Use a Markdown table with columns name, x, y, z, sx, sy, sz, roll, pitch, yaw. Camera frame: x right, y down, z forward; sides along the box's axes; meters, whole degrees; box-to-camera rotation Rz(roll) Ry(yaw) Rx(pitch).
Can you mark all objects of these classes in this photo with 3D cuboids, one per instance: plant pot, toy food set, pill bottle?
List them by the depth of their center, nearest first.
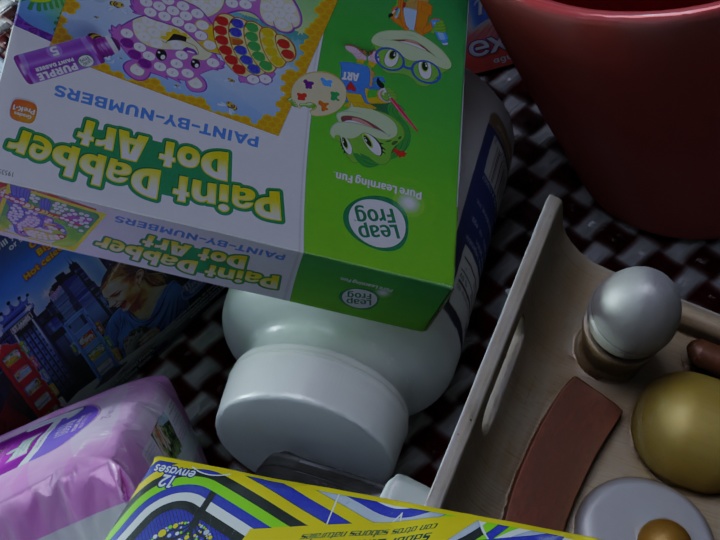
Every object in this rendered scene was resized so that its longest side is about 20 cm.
| name | x | y | z | sx | sy | sz | roll | pitch | yaw |
| --- | --- | --- | --- | --- | --- | --- | --- | --- | --- |
| toy food set | 0.135 | 0.068 | 0.601 | 0.200 | 0.060 | 0.144 | 22 | 59 | 3 |
| plant pot | 0.157 | -0.122 | 0.813 | 0.200 | 0.177 | 0.201 | -9 | 49 | 11 |
| pill bottle | 0.000 | 0.000 | 0.813 | 0.111 | 0.111 | 0.200 | 2 | 52 | 21 |

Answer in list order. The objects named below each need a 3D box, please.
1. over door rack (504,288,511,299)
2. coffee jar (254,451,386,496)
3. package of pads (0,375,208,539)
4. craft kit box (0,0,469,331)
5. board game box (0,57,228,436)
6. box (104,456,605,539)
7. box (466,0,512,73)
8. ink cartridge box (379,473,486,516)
| name | x | y | z | sx | sy | sz | roll | pitch | yaw |
| --- | --- | --- | --- | --- | --- | --- | --- | --- | --- |
| over door rack | 0.157 | 0.068 | 0.732 | 0.148 | 0.067 | 0.200 | -14 | 35 | -1 |
| coffee jar | -0.037 | 0.171 | 0.702 | 0.104 | 0.085 | 0.200 | 13 | 57 | 29 |
| package of pads | -0.130 | 0.109 | 0.727 | 0.120 | 0.076 | 0.200 | -23 | 7 | 1 |
| craft kit box | -0.053 | -0.086 | 0.752 | 0.200 | 0.049 | 0.198 | 13 | 59 | -12 |
| board game box | -0.175 | -0.004 | 0.819 | 0.200 | 0.200 | 0.062 | -42 | 52 | -17 |
| box | 0.012 | 0.113 | 0.521 | 0.200 | 0.070 | 0.064 | 5 | 52 | 36 |
| box | 0.078 | -0.181 | 0.946 | 0.200 | 0.095 | 0.103 | -13 | 48 | 9 |
| ink cartridge box | 0.063 | 0.184 | 0.608 | 0.200 | 0.083 | 0.147 | 25 | 62 | 6 |
